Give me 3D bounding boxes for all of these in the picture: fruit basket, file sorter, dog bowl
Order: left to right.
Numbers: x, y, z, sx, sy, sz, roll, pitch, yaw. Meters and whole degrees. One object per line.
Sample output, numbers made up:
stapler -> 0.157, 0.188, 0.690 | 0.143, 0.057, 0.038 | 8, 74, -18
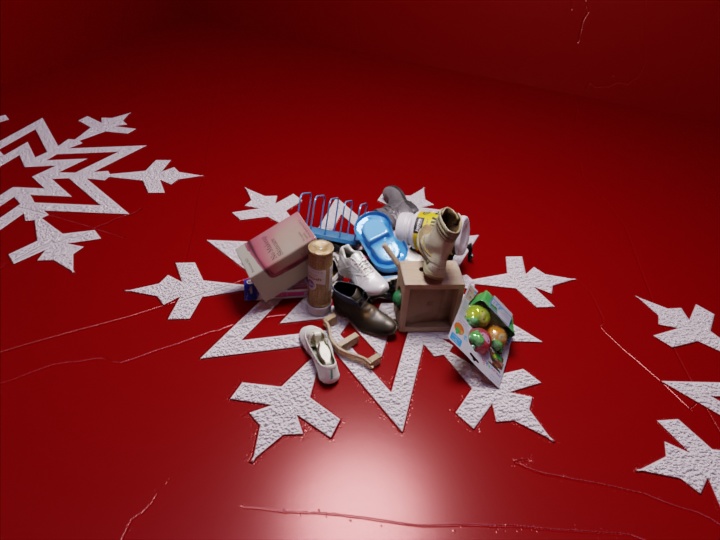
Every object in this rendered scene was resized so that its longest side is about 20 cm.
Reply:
file sorter -> -0.088, -0.160, 1.773 | 0.197, 0.125, 0.139 | 11, 10, 8
dog bowl -> 0.059, -0.077, 1.657 | 0.110, 0.050, 0.201 | -26, 62, -9
fruit basket -> 0.306, 0.153, 1.426 | 0.185, 0.093, 0.201 | 45, 39, -11

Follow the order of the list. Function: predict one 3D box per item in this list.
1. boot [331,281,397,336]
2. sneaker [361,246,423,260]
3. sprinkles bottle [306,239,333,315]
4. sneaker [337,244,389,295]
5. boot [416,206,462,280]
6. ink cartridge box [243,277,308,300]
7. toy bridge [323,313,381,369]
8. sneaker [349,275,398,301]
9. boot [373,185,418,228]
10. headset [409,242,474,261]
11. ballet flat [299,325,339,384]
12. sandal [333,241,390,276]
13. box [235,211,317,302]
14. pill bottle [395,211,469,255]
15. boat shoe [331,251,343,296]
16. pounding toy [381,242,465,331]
boot -> 0.004, 0.098, 1.489 | 0.198, 0.097, 0.075 | 24, 62, 25
sneaker -> 0.090, -0.054, 1.710 | 0.197, 0.082, 0.076 | 16, 51, 21
sprinkles bottle -> -0.105, 0.020, 1.505 | 0.067, 0.202, 0.069 | 3, 36, -2
sneaker -> 0.000, 0.000, 1.542 | 0.070, 0.081, 0.200 | -27, 42, -29
boot -> 0.197, -0.094, 1.449 | 0.071, 0.156, 0.201 | 10, 37, -8
ink cartridge box -> -0.223, 0.038, 1.609 | 0.197, 0.037, 0.095 | -5, 38, -10
toy bridge -> -0.033, 0.181, 1.446 | 0.067, 0.028, 0.200 | -25, 47, -30
sneaker -> 0.059, 0.032, 1.615 | 0.197, 0.079, 0.090 | -4, 34, -12
boot -> 0.095, -0.216, 1.955 | 0.130, 0.071, 0.200 | -20, 39, -22
headset -> 0.244, -0.046, 1.763 | 0.197, 0.095, 0.124 | -14, 42, 1
ballet flat -> -0.097, 0.184, 1.403 | 0.068, 0.070, 0.201 | -10, 39, -19
sandal -> 0.005, -0.041, 1.698 | 0.199, 0.045, 0.075 | 34, 21, 19
box -> -0.208, -0.038, 1.534 | 0.199, 0.110, 0.128 | -32, 49, -7
pill bottle -> 0.208, -0.111, 1.687 | 0.197, 0.116, 0.115 | 8, 35, 24
boat shoe -> -0.079, -0.009, 1.654 | 0.070, 0.071, 0.201 | 12, 35, 7
pounding toy -> 0.153, 0.043, 1.519 | 0.197, 0.186, 0.143 | 0, 37, -6
